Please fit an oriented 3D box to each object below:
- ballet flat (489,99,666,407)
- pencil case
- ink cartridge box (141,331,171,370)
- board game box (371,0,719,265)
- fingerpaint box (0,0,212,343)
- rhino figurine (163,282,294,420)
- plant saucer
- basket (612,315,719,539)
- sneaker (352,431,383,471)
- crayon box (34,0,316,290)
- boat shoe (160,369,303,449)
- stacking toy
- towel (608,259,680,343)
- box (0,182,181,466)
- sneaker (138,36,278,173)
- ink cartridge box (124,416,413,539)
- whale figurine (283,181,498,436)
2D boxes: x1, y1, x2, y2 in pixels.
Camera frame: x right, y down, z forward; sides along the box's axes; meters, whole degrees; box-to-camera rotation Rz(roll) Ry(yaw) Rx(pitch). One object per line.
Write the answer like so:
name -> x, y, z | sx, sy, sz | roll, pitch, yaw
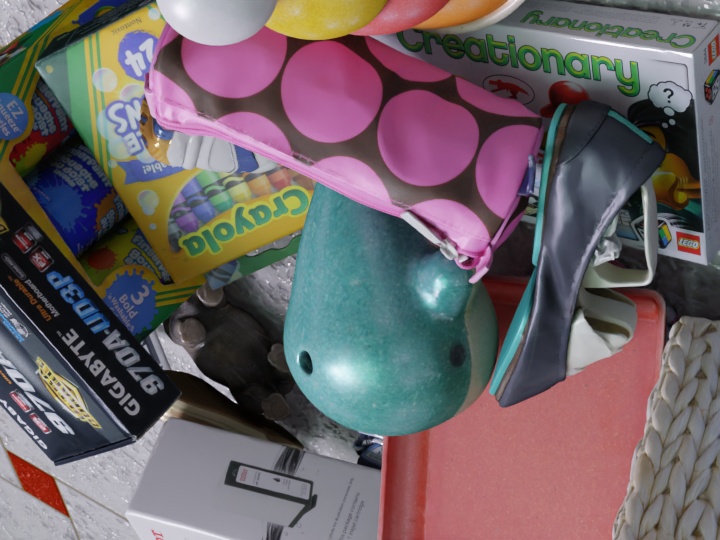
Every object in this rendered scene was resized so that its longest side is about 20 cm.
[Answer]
ballet flat -> 0.114, 0.006, 0.670 | 0.073, 0.073, 0.200 | 27, 134, 22
pencil case -> -0.009, -0.072, 0.642 | 0.199, 0.094, 0.091 | 24, 160, 3
ink cartridge box -> -0.220, 0.014, 1.054 | 0.198, 0.043, 0.200 | 38, 153, 46
board game box -> 0.095, -0.082, 0.691 | 0.199, 0.035, 0.127 | 16, 137, 35
fingerpaint box -> -0.180, -0.061, 0.875 | 0.073, 0.167, 0.200 | 0, 127, 48
rhino figurine -> -0.123, 0.037, 1.014 | 0.200, 0.060, 0.087 | 45, 169, 0
plant saucer -> 0.097, 0.103, 0.772 | 0.200, 0.037, 0.201 | 6, 94, 44
basket -> 0.220, 0.156, 0.644 | 0.160, 0.200, 0.199 | 4, 131, 23
sneaker -> 0.037, 0.106, 0.908 | 0.077, 0.085, 0.200 | 24, 141, 26
crayon box -> -0.093, -0.078, 0.818 | 0.125, 0.052, 0.200 | -24, 115, 14
boat shoe -> -0.112, 0.135, 1.024 | 0.071, 0.065, 0.200 | 36, 178, 34
stacking toy -> -0.016, -0.151, 0.570 | 0.146, 0.200, 0.147 | 21, 127, 31
towel -> 0.168, 0.081, 0.798 | 0.200, 0.030, 0.146 | 44, 145, -1
box -> -0.218, 0.029, 0.820 | 0.200, 0.046, 0.159 | 51, 148, -11
sneaker -> -0.057, -0.149, 0.724 | 0.075, 0.088, 0.201 | -119, 45, -57
ink cartridge box -> -0.050, 0.193, 0.935 | 0.199, 0.085, 0.146 | 11, 147, 17
whale figurine -> 0.000, 0.000, 0.740 | 0.159, 0.104, 0.201 | 9, 117, 54
